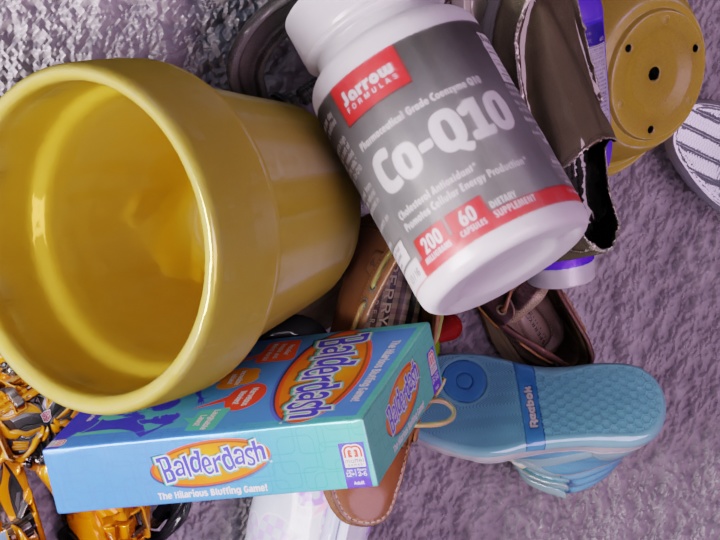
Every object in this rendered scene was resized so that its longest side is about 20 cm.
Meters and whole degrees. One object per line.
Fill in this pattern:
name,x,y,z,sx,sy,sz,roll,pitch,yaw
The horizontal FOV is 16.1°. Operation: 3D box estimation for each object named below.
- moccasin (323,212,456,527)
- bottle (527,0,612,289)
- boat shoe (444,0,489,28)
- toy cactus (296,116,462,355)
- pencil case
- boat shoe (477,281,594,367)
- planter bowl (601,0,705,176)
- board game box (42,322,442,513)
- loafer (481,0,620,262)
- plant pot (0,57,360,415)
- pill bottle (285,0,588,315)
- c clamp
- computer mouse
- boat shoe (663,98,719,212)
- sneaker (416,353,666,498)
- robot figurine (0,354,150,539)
moccasin,0.018,0.066,1.593,0.073,0.078,0.203,10,102,-25
bottle,0.126,-0.089,1.691,0.083,0.065,0.201,-13,108,-21
boat shoe,0.082,-0.105,1.620,0.072,0.059,0.201,-35,122,-31
toy cactus,0.000,0.000,1.651,0.165,0.102,0.201,-42,135,-31
pencil case,-0.027,0.156,1.692,0.083,0.091,0.201,6,101,-41
boat shoe,0.104,0.004,1.763,0.072,0.072,0.200,-47,129,-18
planter bowl,0.180,-0.143,1.770,0.200,0.083,0.202,-15,114,-37
board game box,-0.066,0.086,1.501,0.152,0.199,0.045,-52,133,-65
loafer,0.128,-0.096,1.574,0.075,0.069,0.201,-30,120,-33
plant pot,-0.105,-0.029,1.512,0.188,0.200,0.202,-12,113,-54
pill bottle,0.041,-0.085,1.514,0.113,0.114,0.201,-20,73,-34
c clamp,0.000,-0.148,1.623,0.199,0.027,0.171,-31,152,-19
computer mouse,-0.083,0.100,1.613,0.059,0.034,0.200,43,115,-3
boat shoe,0.294,-0.066,1.905,0.200,0.067,0.074,33,88,-25
sneaker,0.106,0.117,1.803,0.199,0.131,0.080,5,66,-8
robot figurine,-0.191,0.131,1.568,0.145,0.058,0.201,-32,123,-31
